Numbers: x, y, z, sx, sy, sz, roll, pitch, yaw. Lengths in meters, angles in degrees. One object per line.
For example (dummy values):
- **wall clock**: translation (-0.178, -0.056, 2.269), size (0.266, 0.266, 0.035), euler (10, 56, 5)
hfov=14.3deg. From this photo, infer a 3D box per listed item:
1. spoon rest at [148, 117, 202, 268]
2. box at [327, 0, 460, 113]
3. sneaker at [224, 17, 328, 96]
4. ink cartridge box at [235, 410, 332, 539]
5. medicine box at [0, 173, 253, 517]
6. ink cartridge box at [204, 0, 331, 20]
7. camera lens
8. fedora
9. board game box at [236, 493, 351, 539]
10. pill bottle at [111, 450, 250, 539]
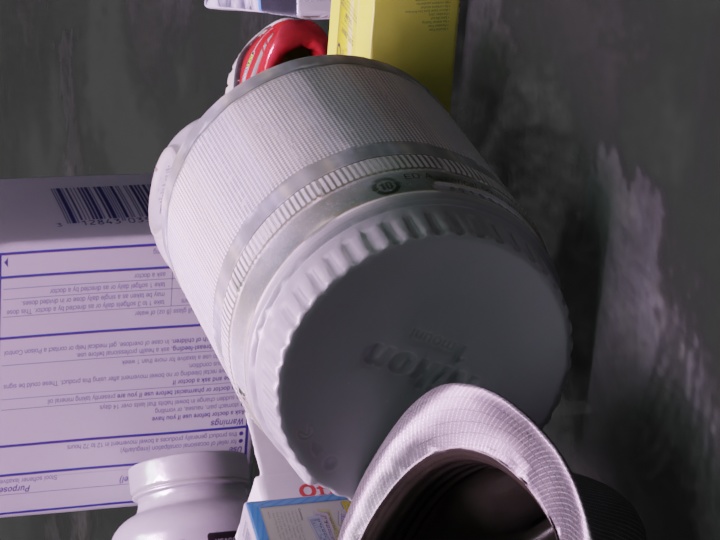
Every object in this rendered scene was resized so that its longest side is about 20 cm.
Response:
- **spoon rest**: translation (-0.070, -0.039, 1.589), size (0.200, 0.060, 0.100), euler (-175, 93, -72)
- **box**: translation (0.014, -0.099, 1.487), size (0.075, 0.050, 0.201), euler (-121, 32, -57)
- **sneaker**: translation (-0.037, -0.048, 1.630), size (0.085, 0.077, 0.201), euler (144, 120, -64)
- **ink cartridge box**: translation (0.007, 0.164, 1.465), size (0.068, 0.115, 0.201), euler (111, 150, -53)
- **medicine box**: translation (-0.165, 0.048, 1.873), size (0.103, 0.181, 0.201), euler (-125, 35, -59)
- **ink cartridge box**: translation (-0.046, -0.246, 1.646), size (0.198, 0.043, 0.201), euler (-161, 72, -71)
- **camera lens**: translation (0.000, 0.000, 1.373), size (0.200, 0.159, 0.160), euler (-123, 34, -57)
- **fedora**: translation (0.068, 0.153, 1.270), size (0.177, 0.090, 0.201), euler (35, 111, 46)
- **board game box**: translation (0.029, 0.190, 1.368), size (0.034, 0.134, 0.200), euler (103, 156, -44)
- **pill bottle**: translation (-0.096, 0.219, 1.811), size (0.112, 0.112, 0.201), euler (137, 127, -68)
